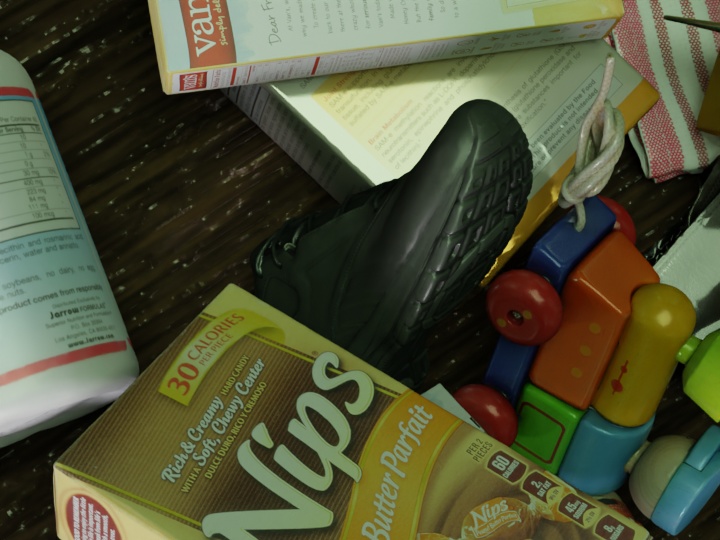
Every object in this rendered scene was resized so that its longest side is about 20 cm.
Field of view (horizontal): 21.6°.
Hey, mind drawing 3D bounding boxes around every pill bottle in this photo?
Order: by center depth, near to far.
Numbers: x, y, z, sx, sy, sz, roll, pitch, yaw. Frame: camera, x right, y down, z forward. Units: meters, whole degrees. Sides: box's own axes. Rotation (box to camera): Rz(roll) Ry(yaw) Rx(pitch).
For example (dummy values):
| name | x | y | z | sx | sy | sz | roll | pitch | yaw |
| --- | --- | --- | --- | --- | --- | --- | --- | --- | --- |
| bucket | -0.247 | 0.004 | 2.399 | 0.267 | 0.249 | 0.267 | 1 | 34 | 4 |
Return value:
| name | x | y | z | sx | sy | sz | roll | pitch | yaw |
| --- | --- | --- | --- | --- | --- | --- | --- | --- | --- |
| pill bottle | -0.177 | -0.025 | 0.804 | 0.109 | 0.109 | 0.200 | -20 | 83 | -11 |

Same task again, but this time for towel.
| name | x | y | z | sx | sy | sz | roll | pitch | yaw |
| --- | --- | --- | --- | --- | --- | --- | --- | --- | --- |
| towel | 0.210 | -0.134 | 0.916 | 0.200 | 0.030 | 0.147 | -14 | 84 | -10 |

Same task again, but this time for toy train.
| name | x | y | z | sx | sy | sz | roll | pitch | yaw |
| --- | --- | --- | --- | --- | --- | --- | --- | --- | --- |
| toy train | 0.119 | 0.018 | 0.786 | 0.116 | 0.200 | 0.085 | 32 | 44 | 17 |

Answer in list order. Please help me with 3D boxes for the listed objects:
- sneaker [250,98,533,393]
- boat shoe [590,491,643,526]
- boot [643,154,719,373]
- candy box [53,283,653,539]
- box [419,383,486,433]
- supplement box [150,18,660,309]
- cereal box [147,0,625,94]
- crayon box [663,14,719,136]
| name | x | y | z | sx | sy | sz | roll | pitch | yaw |
| --- | --- | --- | --- | --- | --- | --- | --- | --- | --- |
| sneaker | 0.000 | 0.000 | 0.795 | 0.091 | 0.200 | 0.076 | 41 | 37 | 13 |
| boat shoe | 0.032 | 0.141 | 0.831 | 0.200 | 0.071 | 0.063 | -12 | 40 | -7 |
| boot | 0.228 | 0.008 | 0.876 | 0.200 | 0.069 | 0.174 | -43 | 87 | -12 |
| candy box | -0.005 | 0.101 | 0.724 | 0.200 | 0.055 | 0.115 | 30 | 52 | 17 |
| box | -0.004 | 0.146 | 0.749 | 0.200 | 0.038 | 0.137 | -29 | 60 | -26 |
| supplement box | 0.018 | -0.097 | 0.860 | 0.200 | 0.074 | 0.126 | 44 | 78 | 1 |
| cereal box | 0.003 | -0.160 | 0.811 | 0.200 | 0.040 | 0.144 | -7 | 81 | -8 |
| crayon box | 0.239 | -0.064 | 0.840 | 0.200 | 0.127 | 0.051 | 15 | 96 | -14 |
